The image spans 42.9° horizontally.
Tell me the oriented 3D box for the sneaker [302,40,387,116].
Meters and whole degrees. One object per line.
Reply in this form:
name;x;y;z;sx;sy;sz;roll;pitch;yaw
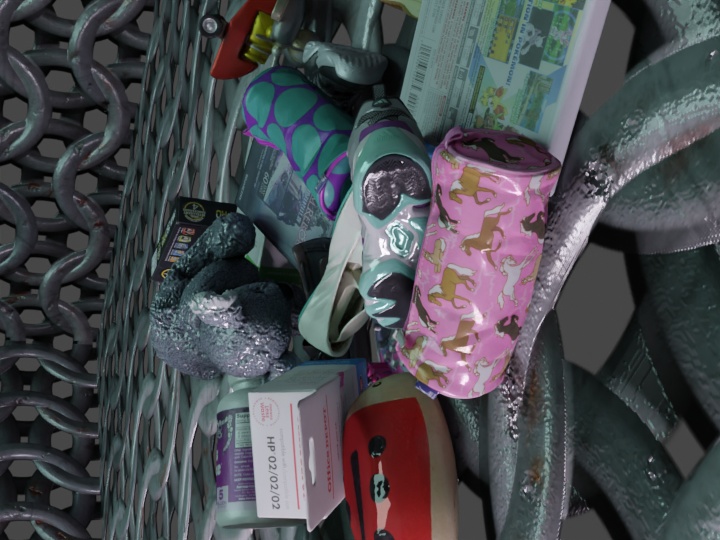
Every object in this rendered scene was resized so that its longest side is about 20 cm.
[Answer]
sneaker;-0.025;-0.193;1.030;0.200;0.075;0.114;-129;47;-68

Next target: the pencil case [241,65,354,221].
pencil case;-0.047;-0.128;0.921;0.093;0.085;0.200;-56;44;16

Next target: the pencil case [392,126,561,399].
pencil case;0.081;-0.005;0.663;0.083;0.086;0.200;43;133;44

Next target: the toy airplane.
toy airplane;-0.099;-0.339;1.201;0.199;0.141;0.200;-30;20;52

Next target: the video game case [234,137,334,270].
video game case;-0.072;-0.089;1.036;0.200;0.019;0.143;45;125;40

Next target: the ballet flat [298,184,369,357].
ballet flat;0.000;0.000;0.868;0.200;0.069;0.069;-66;28;29

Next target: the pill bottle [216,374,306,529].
pill bottle;-0.121;0.210;1.123;0.112;0.112;0.201;139;133;-60

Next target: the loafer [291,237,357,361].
loafer;-0.039;0.060;0.972;0.072;0.063;0.201;-124;32;-70

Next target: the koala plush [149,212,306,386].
koala plush;-0.135;0.061;1.014;0.184;0.177;0.200;-40;26;-9

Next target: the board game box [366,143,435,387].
board game box;0.040;-0.006;0.879;0.200;0.026;0.200;123;145;-50

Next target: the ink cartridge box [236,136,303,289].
ink cartridge box;-0.102;-0.078;1.178;0.146;0.084;0.200;-132;51;-61

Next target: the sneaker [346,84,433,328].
sneaker;0.030;-0.059;0.754;0.140;0.078;0.200;-96;2;-46

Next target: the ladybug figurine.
ladybug figurine;0.030;0.183;0.798;0.136;0.072;0.200;122;146;-49

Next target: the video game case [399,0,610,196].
video game case;0.106;-0.180;0.696;0.182;0.022;0.200;36;119;48

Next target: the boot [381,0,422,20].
boot;0.065;-0.310;0.822;0.200;0.072;0.155;49;131;52

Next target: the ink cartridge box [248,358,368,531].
ink cartridge box;-0.048;0.154;0.847;0.200;0.068;0.115;-15;-79;-74

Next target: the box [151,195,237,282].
box;-0.209;-0.033;1.337;0.200;0.161;0.049;132;139;-56
